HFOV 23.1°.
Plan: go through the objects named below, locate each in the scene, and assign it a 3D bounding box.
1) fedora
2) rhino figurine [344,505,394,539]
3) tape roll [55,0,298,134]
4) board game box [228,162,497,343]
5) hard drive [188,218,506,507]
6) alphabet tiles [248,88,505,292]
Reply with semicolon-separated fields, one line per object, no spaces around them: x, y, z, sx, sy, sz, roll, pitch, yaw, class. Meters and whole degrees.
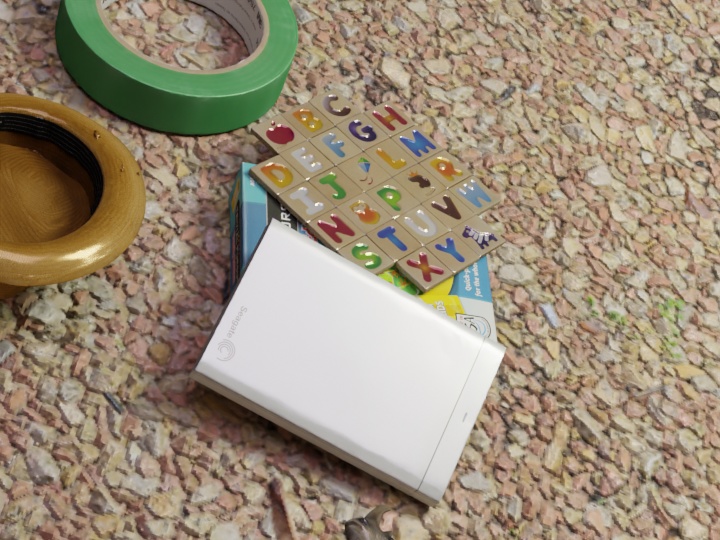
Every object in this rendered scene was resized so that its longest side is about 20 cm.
-0.253;-0.044;1.282;0.200;0.082;0.201;12;42;-11;fedora
0.013;0.239;1.157;0.087;0.060;0.200;23;43;-21;rhino figurine
-0.154;-0.201;1.481;0.200;0.048;0.201;11;48;-13;tape roll
0.000;0.000;1.368;0.200;0.047;0.151;9;48;-15;board game box
-0.006;0.066;1.278;0.200;0.027;0.132;29;67;-6;hard drive
0.013;-0.067;1.396;0.200;0.006;0.166;43;48;20;alphabet tiles
